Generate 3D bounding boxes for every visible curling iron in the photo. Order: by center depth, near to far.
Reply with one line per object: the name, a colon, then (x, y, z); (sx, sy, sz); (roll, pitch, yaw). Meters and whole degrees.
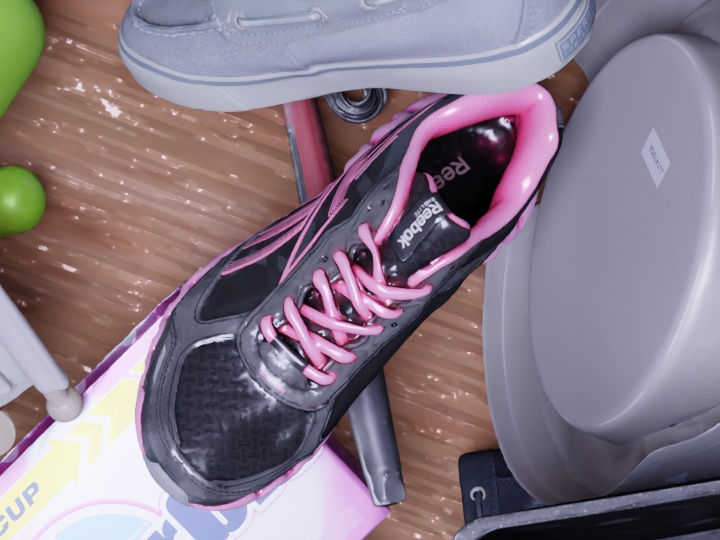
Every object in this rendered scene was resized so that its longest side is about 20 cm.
curling iron: (-0.002, -0.011, 0.779); (0.049, 0.026, 0.202); (-7, 75, 3)

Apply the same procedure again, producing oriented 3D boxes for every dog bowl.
dog bowl: (0.110, -0.010, 0.737); (0.058, 0.200, 0.202); (10, 94, -19)

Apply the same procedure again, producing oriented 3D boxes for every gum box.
gum box: (-0.100, 0.116, 0.791); (0.200, 0.066, 0.114); (-44, 97, 0)

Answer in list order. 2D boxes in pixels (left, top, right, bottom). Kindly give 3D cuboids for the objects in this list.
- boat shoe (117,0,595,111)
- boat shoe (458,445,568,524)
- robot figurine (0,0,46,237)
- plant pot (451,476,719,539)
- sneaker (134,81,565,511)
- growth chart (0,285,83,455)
boat shoe: (-0.013, -0.106, 0.735); (0.070, 0.200, 0.072); (-60, 137, -35)
boat shoe: (0.056, 0.164, 0.804); (0.062, 0.075, 0.202); (5, 90, 2)
robot figurine: (-0.192, -0.066, 0.737); (0.115, 0.176, 0.201); (23, 74, 34)
plant pot: (0.133, 0.159, 0.684); (0.198, 0.177, 0.202); (-9, 89, -3)
sneaker: (0.000, 0.000, 0.717); (0.079, 0.095, 0.200); (44, 71, -6)
growth chart: (-0.206, 0.034, 0.707); (0.198, 0.145, 0.018); (-10, 51, 3)
